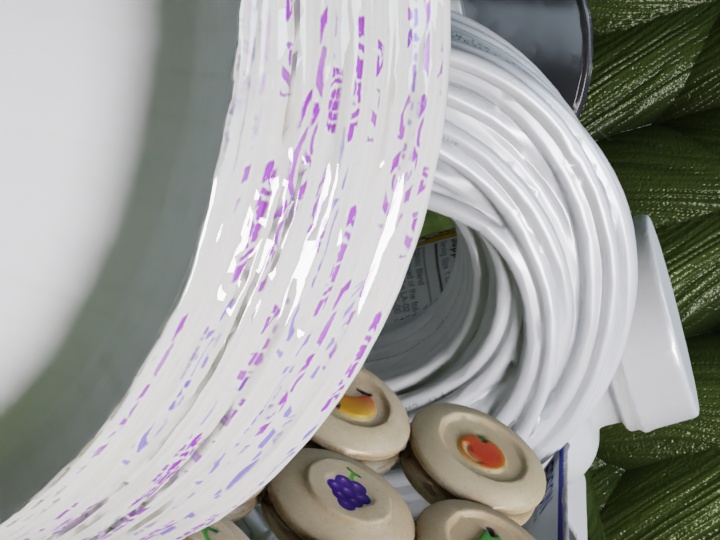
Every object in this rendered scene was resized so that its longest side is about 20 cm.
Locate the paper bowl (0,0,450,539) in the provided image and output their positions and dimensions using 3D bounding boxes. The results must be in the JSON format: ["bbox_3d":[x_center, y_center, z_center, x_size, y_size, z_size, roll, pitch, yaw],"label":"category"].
[{"bbox_3d":[-0.089,-0.043,0.513,0.104,0.200,0.202,5,67,-51],"label":"paper bowl"}]

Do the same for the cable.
[{"bbox_3d":[0.000,0.000,0.984,0.200,0.200,0.069,47,19,-20],"label":"cable"}]

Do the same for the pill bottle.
[{"bbox_3d":[0.030,0.042,1.107,0.113,0.199,0.113,-15,90,-81],"label":"pill bottle"}]

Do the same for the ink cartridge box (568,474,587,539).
[{"bbox_3d":[0.038,0.137,1.203,0.067,0.115,0.201,58,27,-57],"label":"ink cartridge box"}]

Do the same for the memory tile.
[{"bbox_3d":[-0.028,0.063,0.836,0.154,0.199,0.017,-90,-155,-57],"label":"memory tile"}]

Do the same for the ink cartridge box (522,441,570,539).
[{"bbox_3d":[0.028,0.178,0.951,0.043,0.200,0.196,35,17,-7],"label":"ink cartridge box"}]

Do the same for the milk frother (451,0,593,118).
[{"bbox_3d":[-0.038,-0.058,1.123,0.188,0.180,0.201,-2,108,-47],"label":"milk frother"}]
